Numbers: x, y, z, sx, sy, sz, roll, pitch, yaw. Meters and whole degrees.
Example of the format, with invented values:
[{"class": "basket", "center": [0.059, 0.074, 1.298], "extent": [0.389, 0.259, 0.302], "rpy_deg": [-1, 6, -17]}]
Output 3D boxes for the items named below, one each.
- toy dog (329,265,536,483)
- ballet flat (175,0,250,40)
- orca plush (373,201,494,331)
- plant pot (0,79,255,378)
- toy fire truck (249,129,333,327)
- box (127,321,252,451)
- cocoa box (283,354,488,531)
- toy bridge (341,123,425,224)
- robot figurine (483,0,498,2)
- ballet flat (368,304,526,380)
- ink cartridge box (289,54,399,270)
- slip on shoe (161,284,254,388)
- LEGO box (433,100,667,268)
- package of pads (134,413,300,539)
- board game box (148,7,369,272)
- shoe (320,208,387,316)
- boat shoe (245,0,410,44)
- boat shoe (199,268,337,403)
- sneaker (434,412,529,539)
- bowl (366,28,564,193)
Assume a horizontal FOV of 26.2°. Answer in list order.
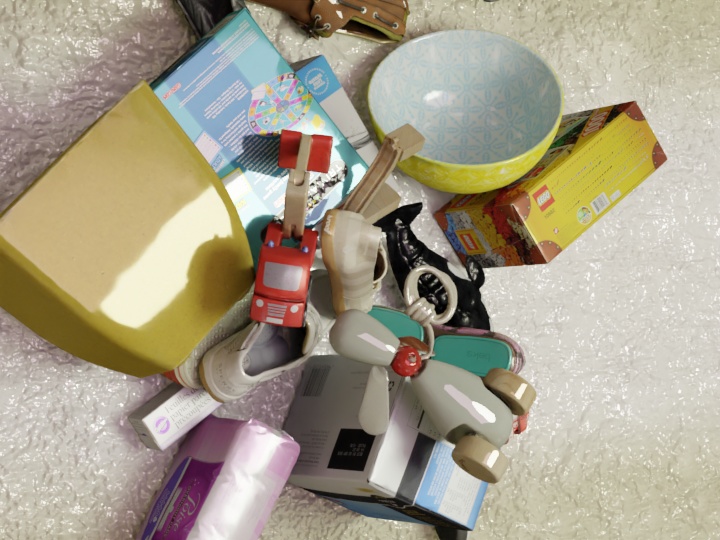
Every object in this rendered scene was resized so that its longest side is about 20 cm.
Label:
[{"class": "toy dog", "center": [0.061, 0.105, 1.378], "extent": [0.132, 0.096, 0.200], "rpy_deg": [-37, 87, -25]}, {"class": "ballet flat", "center": [-0.147, -0.262, 1.492], "extent": [0.066, 0.057, 0.200], "rpy_deg": [-28, 102, 14]}, {"class": "orca plush", "center": [0.092, 0.018, 1.596], "extent": [0.105, 0.071, 0.200], "rpy_deg": [-28, 119, -14]}, {"class": "plant pot", "center": [-0.211, -0.014, 1.365], "extent": [0.200, 0.195, 0.194], "rpy_deg": [46, 68, -12]}, {"class": "toy fire truck", "center": [-0.059, -0.042, 1.356], "extent": [0.049, 0.200, 0.141], "rpy_deg": [9, 105, -1]}, {"class": "box", "center": [-0.135, 0.100, 1.508], "extent": [0.200, 0.041, 0.039], "rpy_deg": [-38, 106, -26]}, {"class": "cocoa box", "center": [0.028, 0.166, 1.504], "extent": [0.131, 0.200, 0.133], "rpy_deg": [28, 73, -26]}, {"class": "toy bridge", "center": [0.009, -0.060, 1.497], "extent": [0.067, 0.200, 0.027], "rpy_deg": [-32, 66, -34]}, {"class": "robot figurine", "center": [0.149, -0.384, 1.673], "extent": [0.145, 0.058, 0.200], "rpy_deg": [45, 68, -20]}, {"class": "ballet flat", "center": [0.073, 0.081, 1.581], "extent": [0.071, 0.200, 0.069], "rpy_deg": [29, 71, -71]}, {"class": "ink cartridge box", "center": [-0.043, -0.100, 1.550], "extent": [0.116, 0.068, 0.200], "rpy_deg": [-38, 107, -24]}, {"class": "slip on shoe", "center": [-0.135, 0.030, 1.498], "extent": [0.200, 0.061, 0.074], "rpy_deg": [-58, 135, -31]}, {"class": "LEGO box", "center": [0.202, -0.089, 1.642], "extent": [0.200, 0.149, 0.077], "rpy_deg": [-39, 106, -25]}, {"class": "package of pads", "center": [-0.145, 0.232, 1.451], "extent": [0.076, 0.120, 0.200], "rpy_deg": [34, 72, -24]}, {"class": "board game box", "center": [-0.107, -0.119, 1.452], "extent": [0.151, 0.047, 0.200], "rpy_deg": [-45, 109, -19]}, {"class": "shoe", "center": [0.000, 0.000, 1.451], "extent": [0.053, 0.200, 0.070], "rpy_deg": [1, 70, 6]}, {"class": "boat shoe", "center": [-0.035, -0.268, 1.558], "extent": [0.200, 0.072, 0.068], "rpy_deg": [1, 88, -29]}, {"class": "boat shoe", "center": [-0.066, 0.059, 1.473], "extent": [0.200, 0.069, 0.071], "rpy_deg": [-43, 106, -42]}, {"class": "sneaker", "center": [0.130, 0.191, 1.638], "extent": [0.108, 0.067, 0.202], "rpy_deg": [-3, 87, -27]}, {"class": "bowl", "center": [0.107, -0.144, 1.600], "extent": [0.200, 0.200, 0.108], "rpy_deg": [-36, 148, -25]}]
